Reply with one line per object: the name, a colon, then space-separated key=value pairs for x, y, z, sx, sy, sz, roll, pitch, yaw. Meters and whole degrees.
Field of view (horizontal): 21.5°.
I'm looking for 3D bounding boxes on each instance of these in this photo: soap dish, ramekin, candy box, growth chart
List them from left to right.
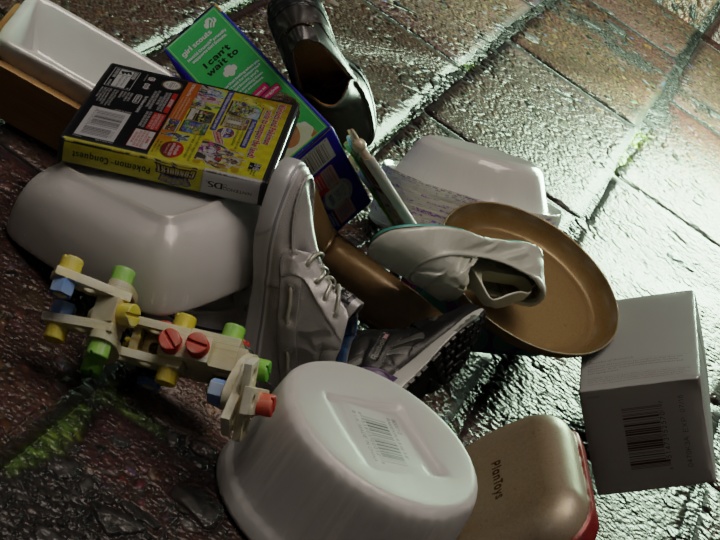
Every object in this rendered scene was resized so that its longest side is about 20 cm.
soap dish: x=-0.266 y=-0.169 z=1.811 sx=0.199 sy=0.081 sz=0.158 roll=29 pitch=24 yaw=-9
candy box: x=-0.092 y=-0.144 z=1.897 sx=0.200 sy=0.077 sz=0.169 roll=46 pitch=-7 yaw=27
ramekin: x=-0.004 y=0.162 z=1.492 sx=0.200 sy=0.098 sz=0.201 roll=27 pitch=25 yaw=-13
growth chart: x=0.025 y=-0.073 z=1.837 sx=0.145 sy=0.018 sz=0.200 roll=55 pitch=-2 yaw=-2

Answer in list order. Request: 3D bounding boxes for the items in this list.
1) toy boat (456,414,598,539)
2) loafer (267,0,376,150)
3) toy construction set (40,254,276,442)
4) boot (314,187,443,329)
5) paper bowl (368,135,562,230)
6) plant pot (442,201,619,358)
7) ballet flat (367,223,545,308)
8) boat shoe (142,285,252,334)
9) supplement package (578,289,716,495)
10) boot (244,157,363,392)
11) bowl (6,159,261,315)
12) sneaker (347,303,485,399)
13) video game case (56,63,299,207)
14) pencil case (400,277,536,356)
toy boat: x=0.145 y=0.215 z=1.586 sx=0.131 sy=0.130 sz=0.200 roll=57 pitch=15 yaw=-24
loafer: x=-0.035 y=-0.182 z=1.870 sx=0.200 sy=0.073 sz=0.072 roll=56 pitch=15 yaw=-42
toy construction set: x=-0.144 y=0.060 z=1.467 sx=0.199 sy=0.092 sz=0.131 roll=27 pitch=-18 yaw=14
boot: x=0.000 y=0.000 z=1.770 sx=0.200 sy=0.066 sz=0.175 roll=39 pitch=-8 yaw=14
paper bowl: x=0.116 y=-0.078 z=2.013 sx=0.200 sy=0.105 sz=0.201 roll=15 pitch=9 yaw=-2
plant pot: x=0.159 y=0.013 z=1.847 sx=0.199 sy=0.028 sz=0.201 roll=20 pitch=39 yaw=-17
ballet flat: x=0.098 y=0.000 z=1.742 sx=0.199 sy=0.070 sz=0.070 roll=7 pitch=35 yaw=-38
boat shoe: x=-0.111 y=0.016 z=1.672 sx=0.074 sy=0.067 sz=0.200 roll=43 pitch=26 yaw=22
supplement package: x=0.281 y=0.116 z=1.859 sx=0.117 sy=0.117 sz=0.200 roll=-9 pitch=23 yaw=12
boot: x=-0.039 y=0.011 z=1.591 sx=0.095 sy=0.201 sz=0.074 roll=13 pitch=15 yaw=19
bowl: x=-0.177 y=-0.052 z=1.625 sx=0.199 sy=0.075 sz=0.199 roll=26 pitch=29 yaw=28
sneaker: x=0.030 y=0.071 z=1.676 sx=0.087 sy=0.076 sz=0.200 roll=36 pitch=46 yaw=20
video game case: x=-0.155 y=-0.122 z=1.664 sx=0.180 sy=0.026 sz=0.200 roll=12 pitch=25 yaw=1
pencil case: x=0.135 y=0.039 z=1.916 sx=0.199 sy=0.085 sz=0.093 roll=6 pitch=37 yaw=-45
